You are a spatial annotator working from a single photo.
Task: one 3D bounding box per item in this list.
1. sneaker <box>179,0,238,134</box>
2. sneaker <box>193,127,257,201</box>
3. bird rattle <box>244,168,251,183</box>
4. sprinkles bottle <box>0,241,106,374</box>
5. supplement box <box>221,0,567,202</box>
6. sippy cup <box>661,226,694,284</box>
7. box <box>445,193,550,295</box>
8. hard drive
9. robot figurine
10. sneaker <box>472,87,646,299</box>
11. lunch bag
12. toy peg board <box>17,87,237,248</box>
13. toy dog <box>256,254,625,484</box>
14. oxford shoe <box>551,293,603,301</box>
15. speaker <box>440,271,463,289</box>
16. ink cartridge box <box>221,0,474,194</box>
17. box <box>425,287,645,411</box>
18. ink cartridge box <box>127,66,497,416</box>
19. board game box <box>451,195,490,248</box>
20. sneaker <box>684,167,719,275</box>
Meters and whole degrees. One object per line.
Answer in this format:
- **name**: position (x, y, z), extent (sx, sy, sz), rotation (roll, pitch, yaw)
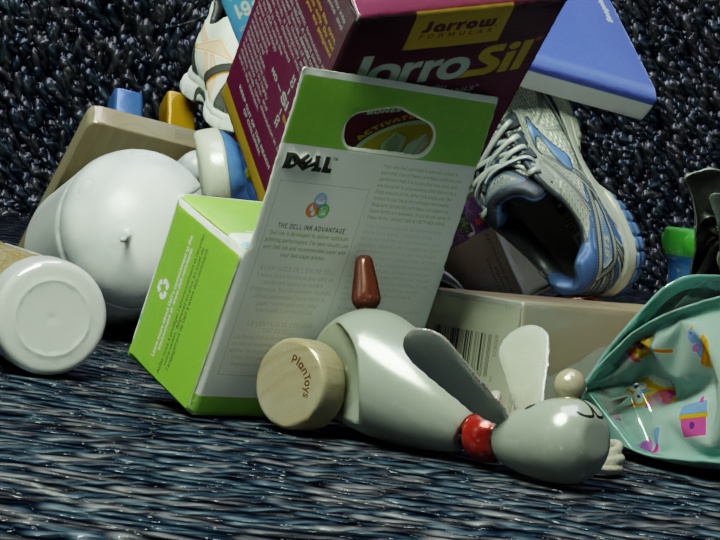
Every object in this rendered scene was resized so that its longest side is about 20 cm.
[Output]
- **sneaker**: position (-0.082, -0.146, 1.510), extent (0.074, 0.080, 0.200), rotation (7, 16, -26)
- **sneaker**: position (-0.050, -0.056, 1.445), extent (0.111, 0.077, 0.200), rotation (-9, -17, 3)
- **bird rattle**: position (-0.045, 0.002, 1.310), extent (0.112, 0.200, 0.163), rotation (12, 37, -40)
- **sprinkles bottle**: position (-0.216, 0.019, 1.290), extent (0.068, 0.068, 0.200), rotation (6, 2, -23)
- **supplement box**: position (0.014, -0.125, 1.169), extent (0.131, 0.103, 0.200), rotation (-8, -29, -22)
- **sippy cup**: position (0.283, 0.040, 1.529), extent (0.139, 0.131, 0.178), rotation (8, 2, 27)
- **box**: position (0.081, -0.014, 1.617), extent (0.078, 0.095, 0.200), rotation (-25, 1, -33)
- **hard drive**: position (0.092, -0.171, 1.375), extent (0.200, 0.025, 0.132), rotation (12, 40, -30)
- **robot figurine**: position (-0.173, -0.022, 1.499), extent (0.113, 0.170, 0.200), rotation (44, -23, -10)
- **sneaker**: position (0.108, -0.066, 1.361), extent (0.077, 0.200, 0.085), rotation (-43, -14, 33)
- **lunch bag**: position (0.246, 0.060, 1.173), extent (0.170, 0.122, 0.200), rotation (0, -10, -43)
- **toy peg board**: position (-0.150, -0.068, 1.643), extent (0.199, 0.098, 0.200), rotation (14, -41, -21)
- **toy dog**: position (0.045, 0.047, 1.087), extent (0.199, 0.097, 0.132), rotation (8, 3, 21)
- **oxford shoe**: position (0.152, 0.052, 1.522), extent (0.071, 0.073, 0.200), rotation (7, 3, -5)
- **speaker**: position (0.041, 0.038, 1.454), extent (0.081, 0.081, 0.200), rotation (7, 2, 0)
- **ink cartridge box**: position (0.003, -0.130, 1.418), extent (0.085, 0.200, 0.144), rotation (-20, 5, 36)
- **box**: position (0.126, 0.057, 1.291), extent (0.095, 0.078, 0.200), rotation (8, 2, 43)
- **ink cartridge box**: position (-0.025, -0.022, 1.154), extent (0.148, 0.200, 0.076), rotation (5, 21, -40)
- **board game box**: position (0.000, 0.000, 1.435), extent (0.200, 0.032, 0.120), rotation (-25, 6, 43)
- **sneaker**: position (0.241, 0.027, 1.297), extent (0.104, 0.200, 0.060), rotation (-7, 34, -18)
